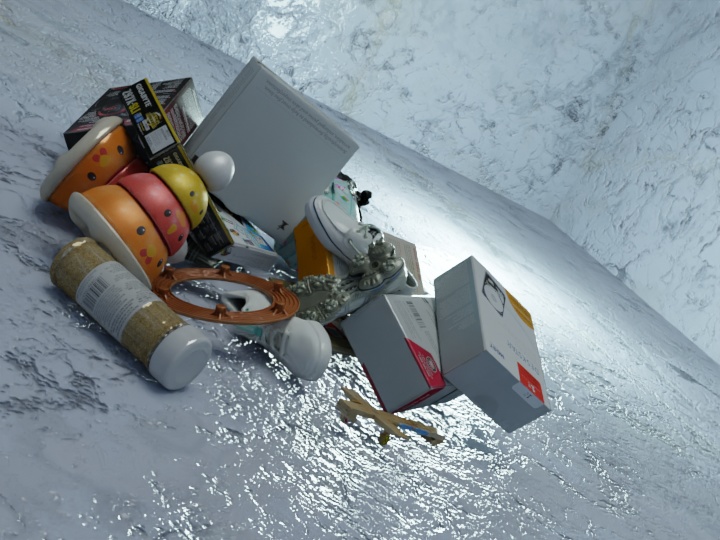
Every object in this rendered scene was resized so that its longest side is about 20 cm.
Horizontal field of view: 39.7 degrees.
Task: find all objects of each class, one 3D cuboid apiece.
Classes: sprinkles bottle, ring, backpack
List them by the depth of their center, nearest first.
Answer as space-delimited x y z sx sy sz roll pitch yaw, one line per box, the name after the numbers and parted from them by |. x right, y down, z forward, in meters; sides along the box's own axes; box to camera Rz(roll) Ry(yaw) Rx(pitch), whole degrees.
-0.251 0.044 1.082 0.200 0.068 0.068 38 16 22 | sprinkles bottle
-0.175 0.025 1.260 0.199 0.019 0.201 10 16 -3 | ring
-0.071 -0.064 1.647 0.126 0.167 0.200 32 29 -22 | backpack

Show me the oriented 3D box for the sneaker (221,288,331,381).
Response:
-0.114 0.079 1.261 0.088 0.076 0.200 13 13 -37 | sneaker

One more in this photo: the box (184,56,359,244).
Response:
-0.144 -0.186 1.541 0.199 0.200 0.131 37 9 -21 | box

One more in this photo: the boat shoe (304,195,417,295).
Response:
0.007 -0.038 1.427 0.200 0.067 0.074 48 38 -8 | boat shoe

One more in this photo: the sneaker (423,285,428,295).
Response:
0.050 0.020 1.767 0.146 0.081 0.200 36 10 -15 | sneaker

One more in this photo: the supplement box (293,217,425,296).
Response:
0.000 0.000 1.507 0.199 0.073 0.127 20 49 -36 | supplement box

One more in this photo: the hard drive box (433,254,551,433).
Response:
0.183 0.103 1.410 0.156 0.077 0.200 42 28 -30 | hard drive box

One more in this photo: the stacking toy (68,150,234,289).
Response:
-0.237 -0.083 1.207 0.146 0.200 0.146 45 -17 18 | stacking toy

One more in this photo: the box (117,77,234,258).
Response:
-0.247 -0.136 1.342 0.160 0.049 0.200 55 -9 41 | box

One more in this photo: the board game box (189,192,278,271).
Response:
-0.223 -0.079 1.499 0.126 0.035 0.200 17 24 -49 | board game box

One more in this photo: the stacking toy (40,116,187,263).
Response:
-0.303 -0.089 1.313 0.200 0.146 0.146 43 13 -11 | stacking toy

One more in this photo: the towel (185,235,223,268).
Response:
-0.276 -0.076 1.492 0.192 0.035 0.200 30 14 -3 | towel

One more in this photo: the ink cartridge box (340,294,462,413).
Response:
0.079 0.114 1.399 0.200 0.083 0.146 5 53 -61 | ink cartridge box

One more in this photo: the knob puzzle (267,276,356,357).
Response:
-0.028 0.085 1.470 0.219 0.031 0.220 29 15 -8 | knob puzzle

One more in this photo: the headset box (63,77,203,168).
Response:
-0.343 -0.215 1.509 0.148 0.075 0.200 -5 30 14 | headset box

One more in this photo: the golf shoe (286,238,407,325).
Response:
-0.024 0.042 1.362 0.097 0.199 0.079 59 8 -56 | golf shoe

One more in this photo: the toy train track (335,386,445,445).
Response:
0.036 0.197 1.243 0.200 0.033 0.115 24 8 -47 | toy train track
